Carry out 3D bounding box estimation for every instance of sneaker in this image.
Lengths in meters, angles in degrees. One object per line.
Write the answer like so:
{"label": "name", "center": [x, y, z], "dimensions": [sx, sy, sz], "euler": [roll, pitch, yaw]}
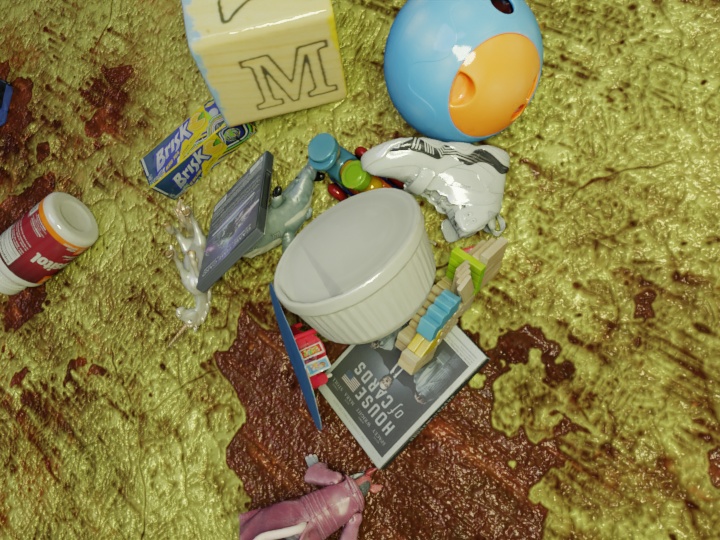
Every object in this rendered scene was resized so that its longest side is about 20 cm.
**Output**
{"label": "sneaker", "center": [0.098, -0.100, 0.792], "dimensions": [0.197, 0.075, 0.117], "euler": [1, 80, -13]}

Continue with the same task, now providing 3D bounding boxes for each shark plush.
{"label": "shark plush", "center": [-0.105, -0.095, 0.924], "dimensions": [0.200, 0.083, 0.091], "euler": [-45, 61, 9]}

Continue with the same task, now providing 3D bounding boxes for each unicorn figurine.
{"label": "unicorn figurine", "center": [-0.263, -0.003, 0.968], "dimensions": [0.073, 0.138, 0.202], "euler": [1, 55, 9]}

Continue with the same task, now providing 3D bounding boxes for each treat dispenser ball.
{"label": "treat dispenser ball", "center": [0.128, -0.263, 0.788], "dimensions": [0.199, 0.201, 0.204], "euler": [-7, 73, 24]}

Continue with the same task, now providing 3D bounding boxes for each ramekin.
{"label": "ramekin", "center": [0.000, 0.000, 0.763], "dimensions": [0.201, 0.095, 0.203], "euler": [-23, 34, 17]}

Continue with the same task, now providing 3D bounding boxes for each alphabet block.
{"label": "alphabet block", "center": [-0.140, -0.362, 0.922], "dimensions": [0.197, 0.197, 0.198], "euler": [-13, 70, 0]}

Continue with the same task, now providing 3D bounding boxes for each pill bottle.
{"label": "pill bottle", "center": [-0.585, -0.044, 1.133], "dimensions": [0.199, 0.113, 0.114], "euler": [-33, 64, 15]}

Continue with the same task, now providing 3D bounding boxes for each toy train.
{"label": "toy train", "center": [0.017, -0.110, 0.849], "dimensions": [0.200, 0.116, 0.085], "euler": [41, 96, 29]}

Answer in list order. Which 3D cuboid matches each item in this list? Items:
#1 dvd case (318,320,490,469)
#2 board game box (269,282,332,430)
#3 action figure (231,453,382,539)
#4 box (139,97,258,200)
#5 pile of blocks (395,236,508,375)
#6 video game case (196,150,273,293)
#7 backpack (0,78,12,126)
{"label": "dvd case", "center": [0.050, 0.134, 0.818], "dimensions": [0.200, 0.025, 0.150], "euler": [-47, 61, 7]}
{"label": "board game box", "center": [-0.070, 0.108, 0.820], "dimensions": [0.039, 0.159, 0.201], "euler": [-18, 51, -12]}
{"label": "action figure", "center": [-0.059, 0.292, 0.757], "dimensions": [0.199, 0.149, 0.135], "euler": [-29, 71, -19]}
{"label": "box", "center": [-0.274, -0.211, 1.052], "dimensions": [0.199, 0.064, 0.070], "euler": [-36, 63, 14]}
{"label": "pile of blocks", "center": [0.099, 0.029, 0.766], "dimensions": [0.062, 0.082, 0.201], "euler": [34, 78, 25]}
{"label": "video game case", "center": [-0.184, -0.077, 0.926], "dimensions": [0.143, 0.019, 0.201], "euler": [-40, 33, 27]}
{"label": "backpack", "center": [-0.876, -0.369, 1.318], "dimensions": [0.161, 0.200, 0.170], "euler": [-5, 73, 24]}
